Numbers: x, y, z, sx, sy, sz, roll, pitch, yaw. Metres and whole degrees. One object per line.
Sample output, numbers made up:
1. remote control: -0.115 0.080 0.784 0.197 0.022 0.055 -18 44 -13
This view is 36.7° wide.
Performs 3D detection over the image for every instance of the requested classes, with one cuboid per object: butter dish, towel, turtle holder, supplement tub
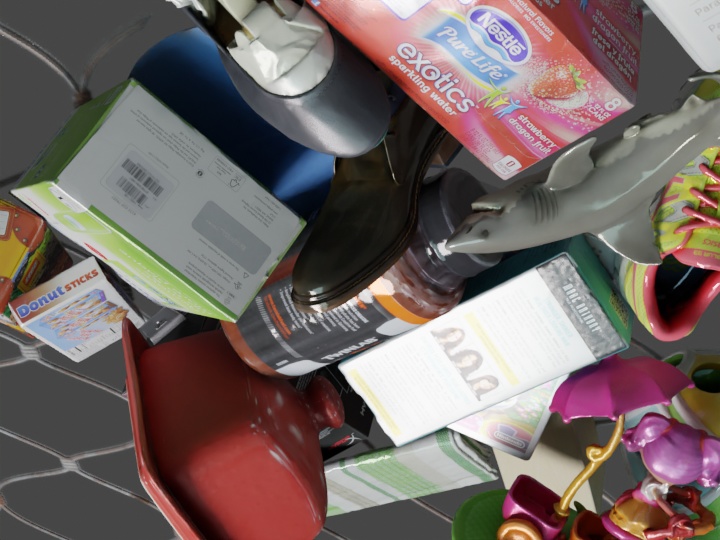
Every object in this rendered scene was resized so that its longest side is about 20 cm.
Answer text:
1. butter dish: -0.083 0.129 0.840 0.148 0.199 0.200 -25 125 0
2. towel: 0.015 0.185 0.999 0.200 0.031 0.149 -16 153 15
3. turtle holder: 0.274 0.127 0.818 0.132 0.141 0.186 44 170 1
4. supplement tub: 0.000 0.000 0.760 0.200 0.107 0.107 -25 124 34

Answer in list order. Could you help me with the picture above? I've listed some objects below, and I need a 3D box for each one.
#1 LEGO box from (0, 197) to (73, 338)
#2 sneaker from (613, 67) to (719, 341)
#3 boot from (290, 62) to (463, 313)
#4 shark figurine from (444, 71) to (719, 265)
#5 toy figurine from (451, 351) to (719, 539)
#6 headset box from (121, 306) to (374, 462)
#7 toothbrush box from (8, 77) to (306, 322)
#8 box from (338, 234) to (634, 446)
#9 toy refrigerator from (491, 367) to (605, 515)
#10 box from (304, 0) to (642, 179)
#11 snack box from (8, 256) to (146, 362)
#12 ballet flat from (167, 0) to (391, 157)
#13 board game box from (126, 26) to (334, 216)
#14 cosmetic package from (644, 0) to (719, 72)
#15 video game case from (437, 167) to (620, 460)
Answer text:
1. LEGO box: -0.341 -0.032 0.851 0.200 0.077 0.149 25 167 0
2. sneaker: 0.221 -0.039 0.673 0.078 0.090 0.200 13 123 -1
3. boot: -0.002 -0.071 0.656 0.075 0.200 0.097 1 135 35
4. shark figurine: 0.169 -0.048 0.641 0.214 0.128 0.090 -27 88 40
5. toy figurine: 0.187 0.151 0.760 0.200 0.150 0.184 27 116 15
6. headset box: -0.104 0.097 0.972 0.200 0.075 0.149 34 136 -19
7. toothbrush box: -0.148 -0.044 0.751 0.146 0.086 0.200 40 167 -21
8. box: 0.087 0.050 0.781 0.200 0.049 0.082 -28 105 29
9. toy refrigerator: 0.154 0.127 0.920 0.076 0.070 0.200 -3 131 22
10. box: 0.059 -0.159 0.610 0.200 0.096 0.100 38 136 -24
11. snack box: -0.226 0.036 0.889 0.024 0.072 0.200 60 171 9
12. ballet flat: -0.062 -0.142 0.619 0.200 0.073 0.073 50 145 21
13. board game box: -0.060 -0.107 0.757 0.158 0.039 0.200 -13 138 29
14. cosmetic package: 0.159 -0.229 0.441 0.200 0.167 0.166 40 136 -25
15. video game case: 0.095 0.037 0.812 0.143 0.018 0.200 23 120 9
